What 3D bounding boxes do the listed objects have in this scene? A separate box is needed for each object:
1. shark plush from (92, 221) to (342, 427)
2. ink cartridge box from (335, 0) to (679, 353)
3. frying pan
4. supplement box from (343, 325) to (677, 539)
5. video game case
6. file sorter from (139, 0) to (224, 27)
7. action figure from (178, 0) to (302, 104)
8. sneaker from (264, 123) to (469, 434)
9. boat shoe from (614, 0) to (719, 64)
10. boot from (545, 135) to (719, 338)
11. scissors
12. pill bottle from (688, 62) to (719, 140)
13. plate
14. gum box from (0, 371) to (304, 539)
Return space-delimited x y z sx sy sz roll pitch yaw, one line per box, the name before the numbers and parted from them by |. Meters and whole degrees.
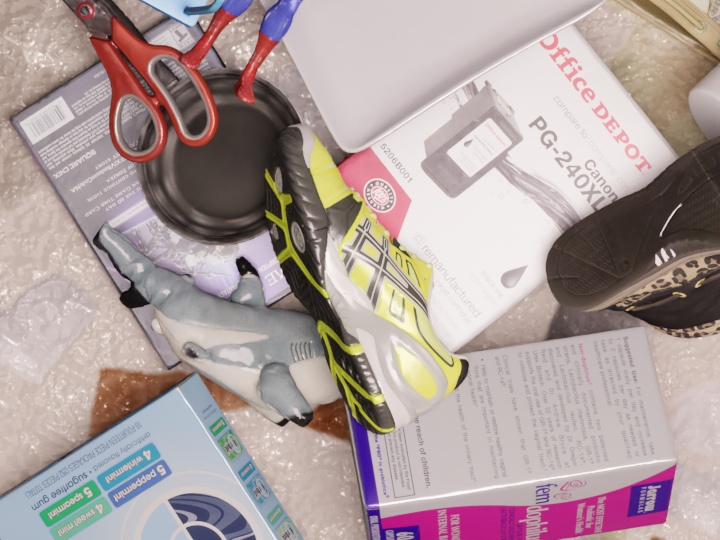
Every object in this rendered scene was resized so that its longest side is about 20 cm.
shark plush | -0.087 0.031 1.346 0.200 0.091 0.083 30 80 3
ink cartridge box | 0.091 -0.063 1.333 0.200 0.083 0.145 -39 91 2
frying pan | -0.121 -0.091 1.333 0.190 0.031 0.115 28 90 12
supplement box | 0.095 0.115 1.314 0.199 0.101 0.104 -10 59 -1
video game case | -0.123 -0.055 1.367 0.143 0.019 0.200 -32 93 1
file sorter | -0.146 -0.251 1.193 0.200 0.123 0.139 27 89 -16
action figure | -0.036 -0.195 1.237 0.065 0.099 0.200 30 99 -12
sneaker | 0.000 0.000 1.274 0.076 0.075 0.201 -21 88 -20
boat shoe | 0.167 -0.199 1.334 0.199 0.073 0.063 22 89 -2
boot | 0.232 -0.018 1.281 0.200 0.150 0.073 -29 64 23
scissors | -0.162 -0.161 1.303 0.073 0.014 0.200 -28 92 12
pill bottle | 0.309 -0.150 1.304 0.200 0.111 0.111 -42 92 -8
plate | 0.032 -0.202 1.299 0.199 0.032 0.200 -31 76 6
gum box | -0.126 0.196 1.343 0.170 0.045 0.200 -32 93 17
